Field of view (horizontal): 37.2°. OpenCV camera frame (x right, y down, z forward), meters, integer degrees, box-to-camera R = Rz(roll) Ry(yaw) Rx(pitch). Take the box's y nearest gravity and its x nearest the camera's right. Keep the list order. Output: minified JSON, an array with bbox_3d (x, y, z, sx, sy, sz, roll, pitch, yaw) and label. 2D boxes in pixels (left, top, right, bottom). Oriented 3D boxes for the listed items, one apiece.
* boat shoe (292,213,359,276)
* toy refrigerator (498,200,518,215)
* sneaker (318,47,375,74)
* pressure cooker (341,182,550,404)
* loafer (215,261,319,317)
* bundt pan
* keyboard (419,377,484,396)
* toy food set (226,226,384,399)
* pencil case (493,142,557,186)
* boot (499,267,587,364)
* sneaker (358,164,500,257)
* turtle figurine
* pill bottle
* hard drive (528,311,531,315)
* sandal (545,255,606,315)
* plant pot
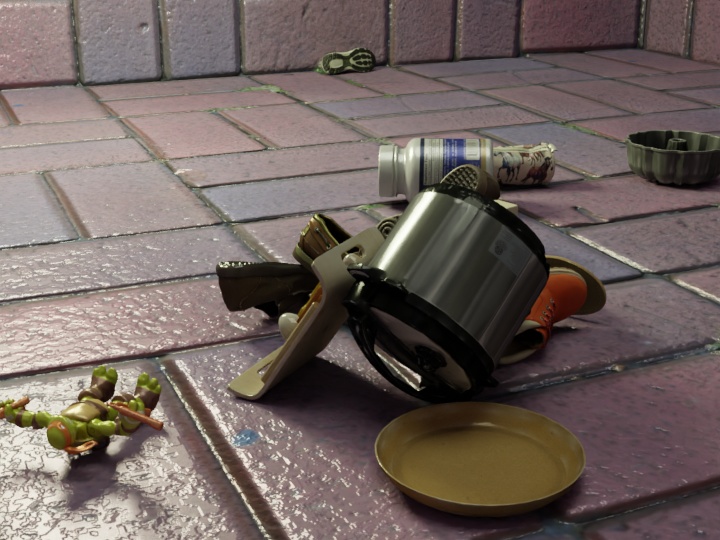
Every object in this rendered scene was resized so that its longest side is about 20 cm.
[{"bbox_3d":[0.000,0.000,1.373,0.199,0.068,0.072,34,21,17],"label":"boat shoe"},{"bbox_3d":[0.145,-0.051,1.600,0.199,0.077,0.070,-18,26,-39],"label":"toy refrigerator"},{"bbox_3d":[-0.046,-0.657,3.350,0.198,0.078,0.088,-8,12,-27],"label":"sneaker"},{"bbox_3d":[0.082,0.031,1.117,0.175,0.179,0.201,27,73,20],"label":"pressure cooker"},{"bbox_3d":[-0.116,0.025,1.403,0.073,0.072,0.199,5,2,40],"label":"loafer"},{"bbox_3d":[0.611,-0.216,2.070,0.199,0.077,0.202,0,20,0],"label":"bundt pan"},{"bbox_3d":[0.100,0.040,1.220,0.126,0.202,0.021,6,-25,22],"label":"keyboard"},{"bbox_3d":[-0.061,0.045,1.183,0.060,0.201,0.143,41,31,11],"label":"toy food set"},{"bbox_3d":[0.267,-0.202,2.010,0.198,0.090,0.078,-2,53,-10],"label":"pencil case"},{"bbox_3d":[0.214,0.060,1.302,0.198,0.076,0.107,-19,28,-24],"label":"boot"},{"bbox_3d":[0.088,-0.048,1.306,0.075,0.199,0.071,19,42,-51],"label":"sneaker"},{"bbox_3d":[-0.260,0.145,1.058,0.198,0.065,0.161,-4,10,16],"label":"turtle figurine"},{"bbox_3d":[0.132,-0.173,1.884,0.198,0.121,0.120,1,19,4],"label":"pill bottle"},{"bbox_3d":[0.114,0.006,1.301,0.138,0.033,0.201,-24,38,7],"label":"hard drive"},{"bbox_3d":[0.243,0.005,1.439,0.210,0.078,0.069,7,23,35],"label":"sandal"},{"bbox_3d":[0.112,0.180,1.014,0.198,0.028,0.200,1,19,0],"label":"plant pot"}]
